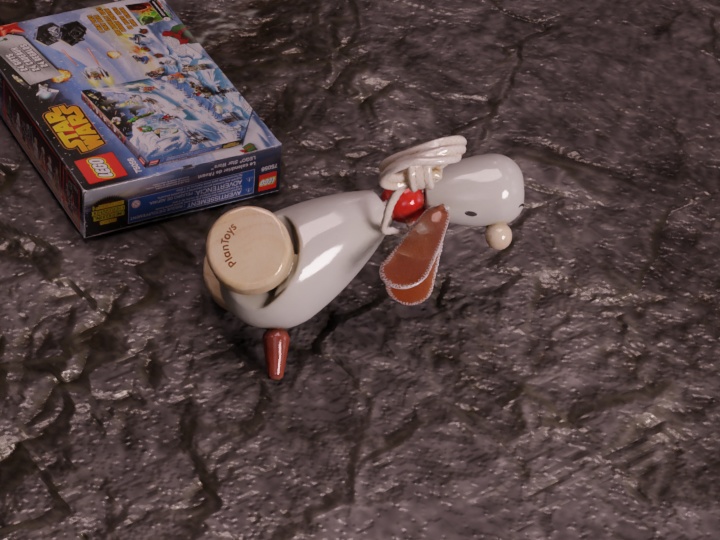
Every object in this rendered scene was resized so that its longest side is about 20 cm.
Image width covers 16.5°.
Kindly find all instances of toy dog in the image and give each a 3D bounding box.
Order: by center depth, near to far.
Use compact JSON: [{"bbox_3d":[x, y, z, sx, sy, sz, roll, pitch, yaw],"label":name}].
[{"bbox_3d":[0.000,0.000,1.439,0.199,0.097,0.132,-18,-9,18],"label":"toy dog"}]

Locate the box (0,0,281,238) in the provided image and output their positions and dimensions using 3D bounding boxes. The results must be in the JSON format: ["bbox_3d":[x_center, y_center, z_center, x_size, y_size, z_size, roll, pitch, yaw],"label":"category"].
[{"bbox_3d":[-0.154,-0.104,1.612,0.136,0.040,0.200,-14,41,-23],"label":"box"}]
